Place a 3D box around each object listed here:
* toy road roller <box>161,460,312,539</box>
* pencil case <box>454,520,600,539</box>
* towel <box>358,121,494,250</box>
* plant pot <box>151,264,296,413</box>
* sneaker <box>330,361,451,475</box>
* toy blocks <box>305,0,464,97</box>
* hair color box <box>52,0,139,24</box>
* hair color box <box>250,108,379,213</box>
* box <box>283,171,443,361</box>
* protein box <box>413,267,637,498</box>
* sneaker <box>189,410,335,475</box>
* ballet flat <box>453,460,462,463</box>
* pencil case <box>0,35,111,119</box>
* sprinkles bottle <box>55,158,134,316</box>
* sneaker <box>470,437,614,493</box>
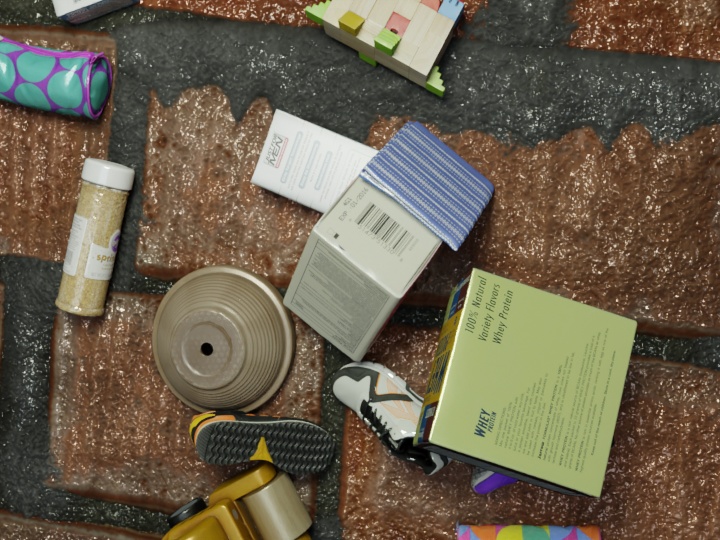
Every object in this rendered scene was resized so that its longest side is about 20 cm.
[{"bbox_3d":[-0.170,0.352,1.170,0.197,0.146,0.125,-29,90,9],"label":"toy road roller"},{"bbox_3d":[0.212,0.367,1.152,0.195,0.088,0.091,-2,94,10],"label":"pencil case"},{"bbox_3d":[0.085,-0.106,1.083,0.144,0.200,0.024,39,122,1],"label":"towel"},{"bbox_3d":[-0.189,0.097,1.183,0.196,0.093,0.206,1,95,9],"label":"plant pot"},{"bbox_3d":[0.039,0.184,1.140,0.197,0.080,0.075,25,131,25],"label":"sneaker"},{"bbox_3d":[0.049,-0.331,1.128,0.197,0.100,0.139,29,86,5],"label":"toy blocks"},{"bbox_3d":[-0.372,-0.442,1.187,0.098,0.060,0.205,-15,91,9],"label":"hair color box"},{"bbox_3d":[-0.031,-0.122,1.162,0.196,0.061,0.101,23,96,5],"label":"hair color box"},{"bbox_3d":[0.000,0.000,1.085,0.127,0.201,0.109,37,61,4],"label":"box"},{"bbox_3d":[0.185,0.133,1.043,0.196,0.135,0.203,17,77,-1],"label":"protein box"},{"bbox_3d":[-0.130,0.215,1.187,0.196,0.090,0.072,11,98,-26],"label":"sneaker"},{"bbox_3d":[0.132,0.152,1.154,0.069,0.065,0.205,1,95,3],"label":"ballet flat"},{"bbox_3d":[-0.432,-0.264,1.195,0.195,0.086,0.094,14,124,6],"label":"pencil case"},{"bbox_3d":[-0.356,-0.044,1.209,0.067,0.068,0.205,15,96,6],"label":"sprinkles bottle"},{"bbox_3d":[0.236,0.244,1.145,0.198,0.070,0.100,-36,91,9],"label":"sneaker"}]
